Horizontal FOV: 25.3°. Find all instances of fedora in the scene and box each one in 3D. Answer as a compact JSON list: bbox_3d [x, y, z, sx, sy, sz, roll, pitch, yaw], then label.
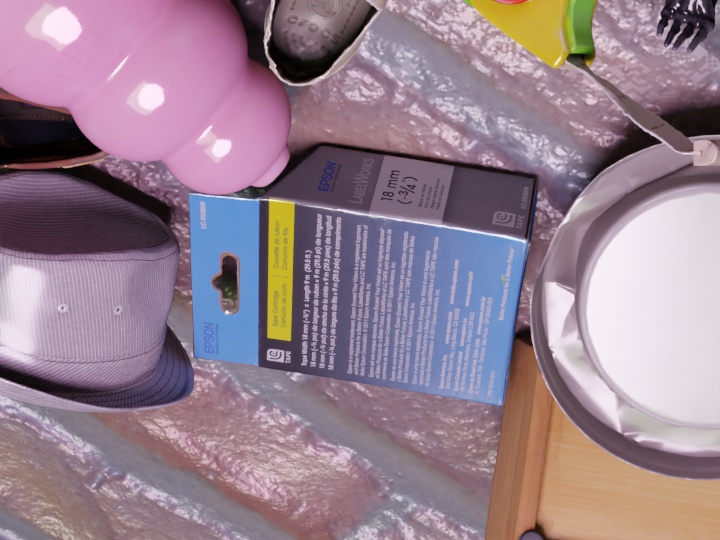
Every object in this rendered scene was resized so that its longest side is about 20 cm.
[{"bbox_3d":[-0.178,0.002,0.960,0.199,0.177,0.091,9,120,-34],"label":"fedora"}]

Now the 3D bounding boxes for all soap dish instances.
[{"bbox_3d":[0.182,0.130,0.993,0.199,0.158,0.081,8,169,7],"label":"soap dish"}]

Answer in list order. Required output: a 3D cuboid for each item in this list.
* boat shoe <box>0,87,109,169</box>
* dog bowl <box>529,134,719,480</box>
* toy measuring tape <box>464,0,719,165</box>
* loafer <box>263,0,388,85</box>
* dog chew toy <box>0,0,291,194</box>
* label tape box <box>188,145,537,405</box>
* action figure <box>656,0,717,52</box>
[{"bbox_3d":[-0.225,-0.093,0.946,0.199,0.071,0.071,-5,134,19],"label":"boat shoe"},{"bbox_3d":[0.196,0.016,0.908,0.199,0.059,0.201,2,107,7],"label":"dog bowl"},{"bbox_3d":[0.115,-0.133,0.797,0.200,0.073,0.074,40,138,23],"label":"toy measuring tape"},{"bbox_3d":[-0.002,-0.171,0.823,0.075,0.068,0.200,16,134,-5],"label":"loafer"},{"bbox_3d":[-0.119,-0.116,0.858,0.200,0.125,0.124,41,128,-19],"label":"dog chew toy"},{"bbox_3d":[0.000,0.000,0.981,0.199,0.063,0.145,9,133,5],"label":"label tape box"},{"bbox_3d":[0.191,-0.191,0.740,0.118,0.102,0.201,6,136,10],"label":"action figure"}]
